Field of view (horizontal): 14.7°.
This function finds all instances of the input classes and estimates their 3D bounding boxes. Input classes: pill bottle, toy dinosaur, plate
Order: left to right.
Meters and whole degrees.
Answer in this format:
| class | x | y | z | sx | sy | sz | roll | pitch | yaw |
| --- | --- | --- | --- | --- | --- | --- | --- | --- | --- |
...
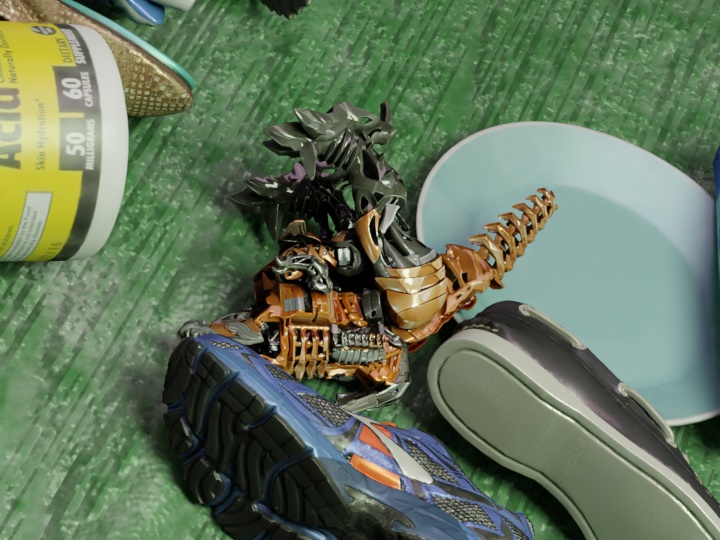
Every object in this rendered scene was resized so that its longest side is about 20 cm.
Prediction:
| class | x | y | z | sx | sy | sz | roll | pitch | yaw |
| --- | --- | --- | --- | --- | --- | --- | --- | --- | --- |
| pill bottle | -0.214 | -0.059 | 1.265 | 0.199 | 0.112 | 0.112 | -1 | 51 | -25 |
| toy dinosaur | 0.000 | 0.000 | 1.341 | 0.199 | 0.102 | 0.136 | -12 | 70 | -44 |
| plate | 0.119 | 0.005 | 1.427 | 0.199 | 0.026 | 0.201 | 13 | 46 | -14 |

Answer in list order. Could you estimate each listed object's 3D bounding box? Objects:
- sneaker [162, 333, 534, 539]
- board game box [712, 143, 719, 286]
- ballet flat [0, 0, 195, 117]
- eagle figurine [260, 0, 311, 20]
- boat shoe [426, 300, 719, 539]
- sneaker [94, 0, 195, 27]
| class | x | y | z | sx | sy | sz | roll | pitch | yaw |
| --- | --- | --- | --- | --- | --- | --- | --- | --- | --- |
| sneaker | -0.004 | 0.096 | 1.262 | 0.200 | 0.075 | 0.078 | 39 | 36 | 0 |
| board game box | 0.283 | 0.017 | 1.427 | 0.199 | 0.043 | 0.200 | 9 | 47 | -6 |
| ballet flat | -0.178 | -0.116 | 1.382 | 0.199 | 0.071 | 0.065 | 31 | 71 | 8 |
| eagle figurine | -0.059 | -0.247 | 1.483 | 0.151 | 0.151 | 0.200 | 24 | 44 | -2 |
| boat shoe | 0.121 | 0.092 | 1.312 | 0.200 | 0.074 | 0.060 | 39 | 40 | 8 |
| sneaker | -0.141 | -0.185 | 1.388 | 0.146 | 0.081 | 0.200 | 36 | 7 | 17 |
